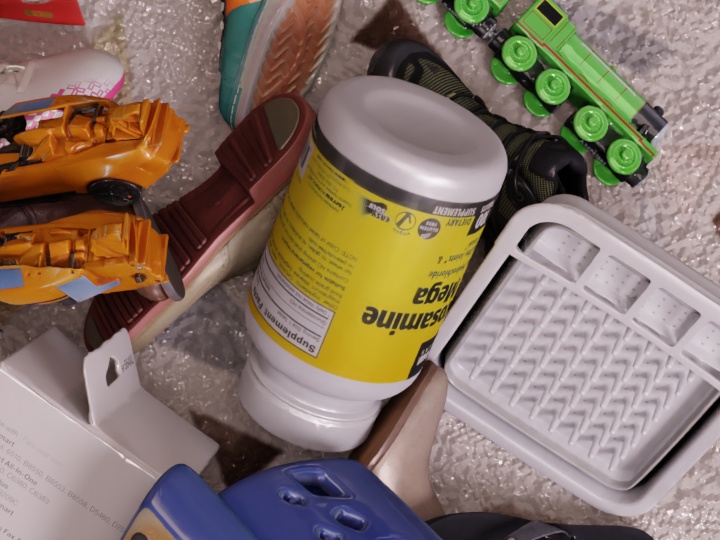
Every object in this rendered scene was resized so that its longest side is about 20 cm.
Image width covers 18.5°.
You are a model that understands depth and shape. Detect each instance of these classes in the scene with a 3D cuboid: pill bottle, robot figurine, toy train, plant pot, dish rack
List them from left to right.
[{"bbox_3d":[-0.193,-0.035,1.207,0.198,0.058,0.146,-7,62,24],"label":"robot figurine"},{"bbox_3d":[-0.048,0.224,1.165,0.200,0.179,0.201,43,109,37],"label":"plant pot"},{"bbox_3d":[0.000,0.000,1.267,0.112,0.113,0.201,21,117,-2],"label":"pill bottle"},{"bbox_3d":[0.111,-0.133,1.354,0.200,0.042,0.056,44,74,0],"label":"toy train"},{"bbox_3d":[0.137,0.045,1.284,0.171,0.200,0.044,32,47,0],"label":"dish rack"}]

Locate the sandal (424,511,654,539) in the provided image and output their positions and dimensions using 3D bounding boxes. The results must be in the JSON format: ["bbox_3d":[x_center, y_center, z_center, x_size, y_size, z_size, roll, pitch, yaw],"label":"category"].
[{"bbox_3d":[0.099,0.176,1.287,0.199,0.043,0.077,-3,86,-31],"label":"sandal"}]

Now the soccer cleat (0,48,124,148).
[{"bbox_3d":[-0.237,-0.093,1.301,0.199,0.070,0.087,-29,117,-4],"label":"soccer cleat"}]

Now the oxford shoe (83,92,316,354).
[{"bbox_3d":[-0.081,-0.011,1.318,0.200,0.071,0.075,-44,132,11],"label":"oxford shoe"}]

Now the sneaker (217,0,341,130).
[{"bbox_3d":[-0.057,-0.183,1.337,0.079,0.071,0.202,20,96,30],"label":"sneaker"}]

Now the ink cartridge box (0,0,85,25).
[{"bbox_3d":[-0.250,-0.149,1.248,0.174,0.200,0.045,9,86,-3],"label":"ink cartridge box"}]

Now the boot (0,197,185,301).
[{"bbox_3d":[-0.210,0.014,1.262,0.199,0.186,0.065,-28,118,-8],"label":"boot"}]

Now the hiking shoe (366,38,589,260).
[{"bbox_3d":[0.088,-0.066,1.309,0.200,0.101,0.076,51,50,-5],"label":"hiking shoe"}]

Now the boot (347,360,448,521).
[{"bbox_3d":[0.039,0.176,1.314,0.146,0.070,0.201,36,90,-4],"label":"boot"}]

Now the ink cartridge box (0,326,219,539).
[{"bbox_3d":[-0.178,0.135,1.246,0.125,0.129,0.201,35,100,-1],"label":"ink cartridge box"}]
